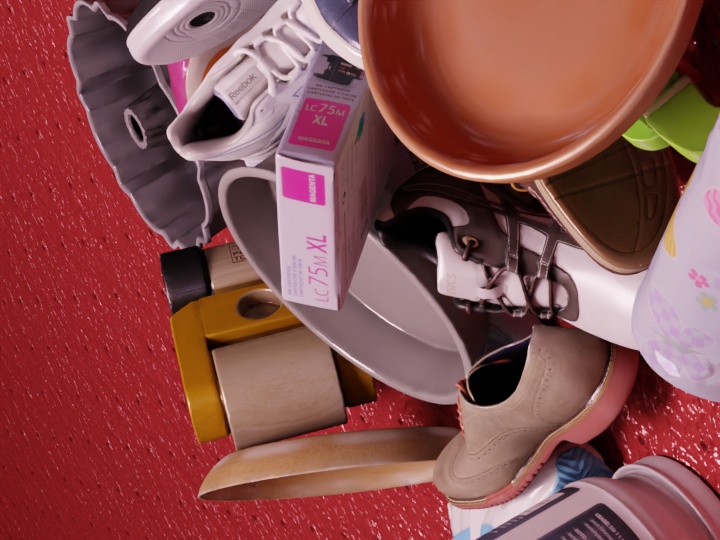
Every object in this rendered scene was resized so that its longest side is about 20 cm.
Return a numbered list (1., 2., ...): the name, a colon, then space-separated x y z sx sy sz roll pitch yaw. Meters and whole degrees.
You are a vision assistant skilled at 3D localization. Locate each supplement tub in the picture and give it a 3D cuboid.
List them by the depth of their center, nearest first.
1. supplement tub: 0.115 0.205 1.326 0.140 0.200 0.140 49 155 33

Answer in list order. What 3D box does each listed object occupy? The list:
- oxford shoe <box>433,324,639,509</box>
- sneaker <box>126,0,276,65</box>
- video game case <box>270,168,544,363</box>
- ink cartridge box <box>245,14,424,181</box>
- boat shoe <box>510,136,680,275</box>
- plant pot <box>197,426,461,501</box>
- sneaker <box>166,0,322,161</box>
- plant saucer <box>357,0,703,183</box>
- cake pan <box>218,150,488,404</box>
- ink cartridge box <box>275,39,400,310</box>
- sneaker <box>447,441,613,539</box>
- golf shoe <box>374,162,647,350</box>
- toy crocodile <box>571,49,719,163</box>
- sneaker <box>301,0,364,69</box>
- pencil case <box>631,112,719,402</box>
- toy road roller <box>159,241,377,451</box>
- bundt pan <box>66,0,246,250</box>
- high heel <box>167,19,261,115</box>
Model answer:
1. oxford shoe: 0.084 0.080 1.371 0.075 0.070 0.200 25 143 -15
2. sneaker: -0.080 -0.218 1.379 0.200 0.073 0.112 -38 69 29
3. video game case: 0.022 0.000 1.463 0.200 0.023 0.182 46 160 -7
4. ink cartridge box: -0.041 -0.125 1.515 0.200 0.041 0.200 2 116 64
5. boat shoe: 0.103 -0.074 1.220 0.200 0.072 0.072 58 166 24
6. plant pot: -0.010 0.128 1.555 0.200 0.200 0.028 150 116 -69
7. sneaker: -0.038 -0.125 1.380 0.075 0.087 0.200 48 123 9
8. plant saucer: 0.084 -0.136 1.095 0.200 0.037 0.200 -12 72 40
9. cake pan: 0.000 0.000 1.416 0.200 0.037 0.200 37 159 16
10. ink cartridge box: -0.001 -0.091 1.288 0.042 0.200 0.119 13 141 11
11. sneaker: 0.099 0.148 1.472 0.081 0.076 0.200 60 156 17
12. golf shoe: 0.093 0.003 1.278 0.200 0.094 0.078 32 142 38
13. toy crocodile: 0.119 -0.120 1.137 0.067 0.062 0.200 32 -162 -53
14. sneaker: 0.003 -0.200 1.228 0.085 0.075 0.200 112 149 -56
15. pencil case: 0.187 -0.015 1.066 0.091 0.083 0.200 25 149 8
16. toy road roller: -0.059 0.069 1.617 0.200 0.123 0.146 -108 5 -52
17. bundt pan: -0.131 -0.116 1.684 0.202 0.076 0.202 49 154 34
18. high heel: -0.117 -0.174 1.475 0.096 0.067 0.200 23 130 42
